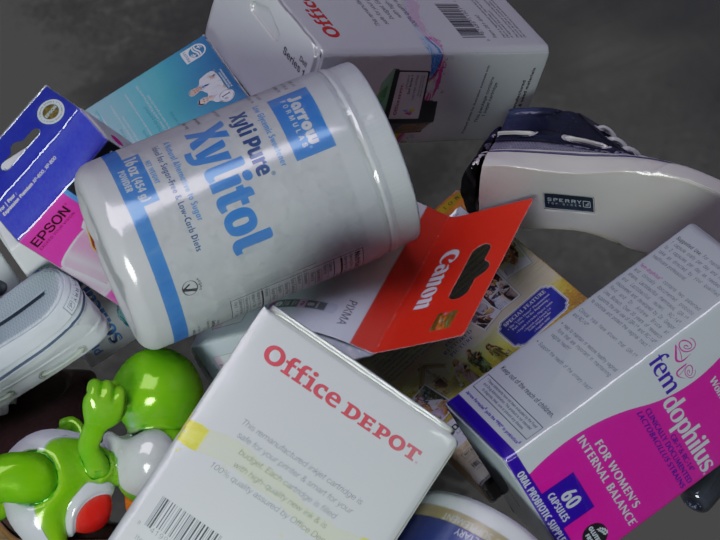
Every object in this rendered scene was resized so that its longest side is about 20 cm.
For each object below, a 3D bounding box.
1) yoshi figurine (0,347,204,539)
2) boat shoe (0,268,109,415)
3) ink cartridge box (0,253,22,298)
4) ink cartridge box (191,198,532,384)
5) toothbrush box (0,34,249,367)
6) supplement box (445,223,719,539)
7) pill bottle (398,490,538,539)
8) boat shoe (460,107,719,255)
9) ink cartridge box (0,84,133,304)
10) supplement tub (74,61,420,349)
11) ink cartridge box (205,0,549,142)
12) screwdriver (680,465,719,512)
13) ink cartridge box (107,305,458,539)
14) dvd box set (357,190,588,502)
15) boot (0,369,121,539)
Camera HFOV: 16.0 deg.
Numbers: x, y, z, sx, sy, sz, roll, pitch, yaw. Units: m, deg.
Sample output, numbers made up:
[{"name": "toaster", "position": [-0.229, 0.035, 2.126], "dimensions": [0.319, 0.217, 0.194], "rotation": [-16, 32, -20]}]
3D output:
[{"name": "yoshi figurine", "position": [-0.180, 0.108, 1.682], "dimensions": [0.199, 0.113, 0.113], "rotation": [-12, 34, -10]}, {"name": "boat shoe", "position": [-0.262, 0.076, 1.778], "dimensions": [0.199, 0.067, 0.074], "rotation": [-28, 43, 20]}, {"name": "ink cartridge box", "position": [-0.334, 0.008, 1.830], "dimensions": [0.146, 0.200, 0.084], "rotation": [-42, 48, -11]}, {"name": "ink cartridge box", "position": [0.000, 0.000, 1.729], "dimensions": [0.199, 0.057, 0.163], "rotation": [-19, 27, 34]}, {"name": "toothbrush box", "position": [-0.153, -0.048, 1.836], "dimensions": [0.199, 0.147, 0.085], "rotation": [-34, 48, -4]}, {"name": "supplement box", "position": [0.172, 0.078, 1.620], "dimensions": [0.200, 0.101, 0.103], "rotation": [-37, 27, -6]}, {"name": "pill bottle", "position": [0.033, 0.244, 1.564], "dimensions": [0.111, 0.111, 0.201], "rotation": [18, 64, 32]}, {"name": "boat shoe", "position": [0.175, -0.068, 1.772], "dimensions": [0.199, 0.075, 0.093], "rotation": [11, 38, 13]}, {"name": "ink cartridge box", "position": [-0.171, -0.038, 1.748], "dimensions": [0.095, 0.200, 0.037], "rotation": [-47, 40, 9]}, {"name": "supplement tub", "position": [-0.075, -0.042, 1.680], "dimensions": [0.199, 0.132, 0.132], "rotation": [-23, 49, -8]}, {"name": "ink cartridge box", "position": [0.010, -0.163, 1.830], "dimensions": [0.199, 0.084, 0.145], "rotation": [-4, 40, -34]}, {"name": "screwdriver", "position": [0.266, 0.076, 1.655], "dimensions": [0.200, 0.028, 0.029], "rotation": [-50, 24, -20]}, {"name": "ink cartridge box", "position": [-0.052, 0.143, 1.550], "dimensions": [0.145, 0.083, 0.201], "rotation": [34, 87, 2]}, {"name": "dvd box set", "position": [0.077, 0.048, 1.746], "dimensions": [0.146, 0.029, 0.200], "rotation": [-41, 52, -10]}, {"name": "boot", "position": [-0.204, 0.139, 1.764], "dimensions": [0.199, 0.072, 0.167], "rotation": [-3, 56, 24]}]
